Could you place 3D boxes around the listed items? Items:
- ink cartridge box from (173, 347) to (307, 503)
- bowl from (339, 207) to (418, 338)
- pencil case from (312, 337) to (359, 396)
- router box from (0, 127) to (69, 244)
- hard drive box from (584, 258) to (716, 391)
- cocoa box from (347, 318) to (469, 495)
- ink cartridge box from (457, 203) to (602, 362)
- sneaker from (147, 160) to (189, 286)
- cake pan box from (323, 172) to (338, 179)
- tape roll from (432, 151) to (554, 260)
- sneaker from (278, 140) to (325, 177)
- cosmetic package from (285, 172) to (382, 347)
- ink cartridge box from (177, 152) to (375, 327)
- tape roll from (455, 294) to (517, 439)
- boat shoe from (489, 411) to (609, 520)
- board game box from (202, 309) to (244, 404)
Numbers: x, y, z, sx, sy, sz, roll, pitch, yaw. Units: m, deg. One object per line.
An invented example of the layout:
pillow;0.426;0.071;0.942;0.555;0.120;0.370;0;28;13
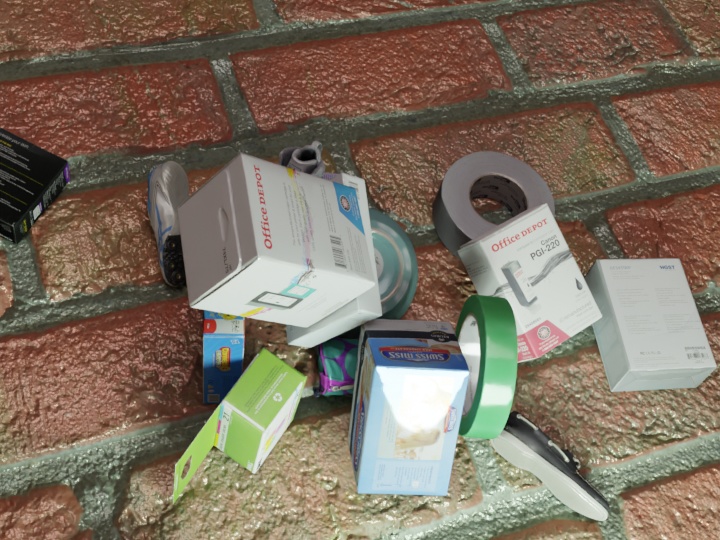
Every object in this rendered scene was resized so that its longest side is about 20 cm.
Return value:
ink cartridge box;-0.163;0.226;1.362;0.075;0.149;0.201;31;58;7
bowl;0.000;0.000;1.519;0.197;0.105;0.205;0;87;-9
pencil case;0.032;0.148;1.492;0.196;0.086;0.093;4;41;-9
router box;-0.571;-0.146;1.563;0.198;0.051;0.150;26;55;5
hard drive box;0.458;0.084;1.632;0.153;0.077;0.203;0;59;-13
cocoa box;0.061;0.186;1.384;0.131;0.203;0.132;4;25;-9
ink cartridge box;0.262;0.019;1.580;0.144;0.085;0.202;-27;89;-22
sneaker;-0.294;-0.068;1.578;0.071;0.072;0.203;9;65;-41
cake pan box;-0.102;-0.070;1.622;0.181;0.053;0.203;3;57;-8
tape roll;0.222;-0.100;1.704;0.196;0.067;0.203;6;56;-9
sneaker;-0.123;-0.115;1.546;0.075;0.115;0.200;36;59;12
cosmetic package;-0.048;-0.012;1.420;0.051;0.150;0.203;14;61;-44
ink cartridge box;-0.109;-0.033;1.307;0.198;0.145;0.149;14;55;-43
tape roll;0.173;0.137;1.460;0.047;0.201;0.203;6;57;-7
boat shoe;0.282;0.281;1.475;0.199;0.074;0.060;34;62;20
board game box;-0.193;0.055;1.431;0.055;0.201;0.199;1;58;-8
